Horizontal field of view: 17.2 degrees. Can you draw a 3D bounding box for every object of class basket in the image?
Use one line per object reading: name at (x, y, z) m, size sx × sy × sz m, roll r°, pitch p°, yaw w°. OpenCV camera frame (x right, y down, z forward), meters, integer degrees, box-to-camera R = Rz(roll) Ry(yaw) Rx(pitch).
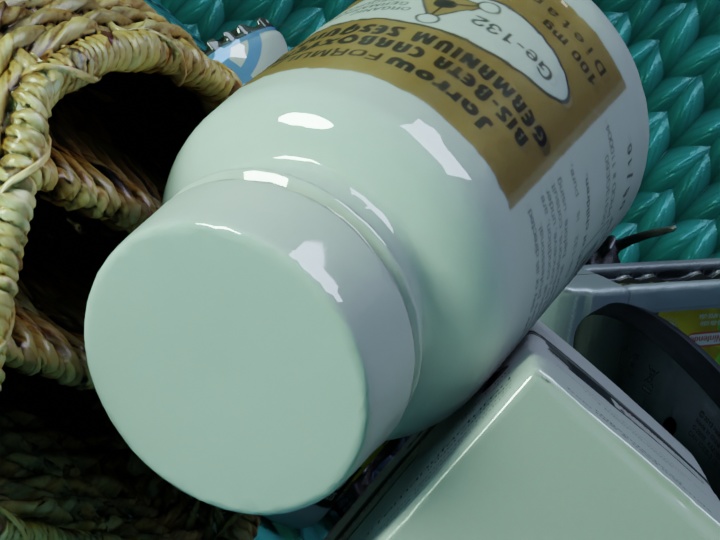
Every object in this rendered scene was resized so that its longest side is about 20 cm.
basket at (-0.082, -0.003, 0.743) m, size 0.149 × 0.143 × 0.200 m, roll 42°, pitch 5°, yaw 25°

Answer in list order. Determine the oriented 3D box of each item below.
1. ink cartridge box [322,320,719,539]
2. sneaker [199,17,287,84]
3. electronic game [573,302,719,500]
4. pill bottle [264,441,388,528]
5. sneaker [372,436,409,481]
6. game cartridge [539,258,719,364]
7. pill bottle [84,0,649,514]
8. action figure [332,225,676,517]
ink cartridge box at (0.036, 0.098, 0.744) m, size 0.084 × 0.145 × 0.200 m, roll 41°, pitch 5°, yaw 0°
sneaker at (-0.077, -0.028, 0.967) m, size 0.072 × 0.072 × 0.200 m, roll 40°, pitch 49°, yaw -8°
electronic game at (0.141, 0.101, 0.906) m, size 0.201 × 0.041 × 0.200 m, roll 57°, pitch -12°, yaw 18°
pill bottle at (0.000, 0.000, 0.995) m, size 0.112 × 0.200 × 0.112 m, roll 40°, pitch 6°, yaw -5°
sneaker at (-0.035, 0.032, 1.189) m, size 0.200 × 0.077 × 0.085 m, roll 39°, pitch 1°, yaw -29°
game cartridge at (0.132, 0.062, 1.046) m, size 0.199 × 0.134 × 0.040 m, roll -4°, pitch 24°, yaw -43°
pill bottle at (0.004, -0.014, 0.718) m, size 0.114 × 0.115 × 0.200 m, roll 41°, pitch 36°, yaw 3°
action figure at (0.061, 0.042, 1.094) m, size 0.119 × 0.200 × 0.102 m, roll 39°, pitch 3°, yaw -11°
